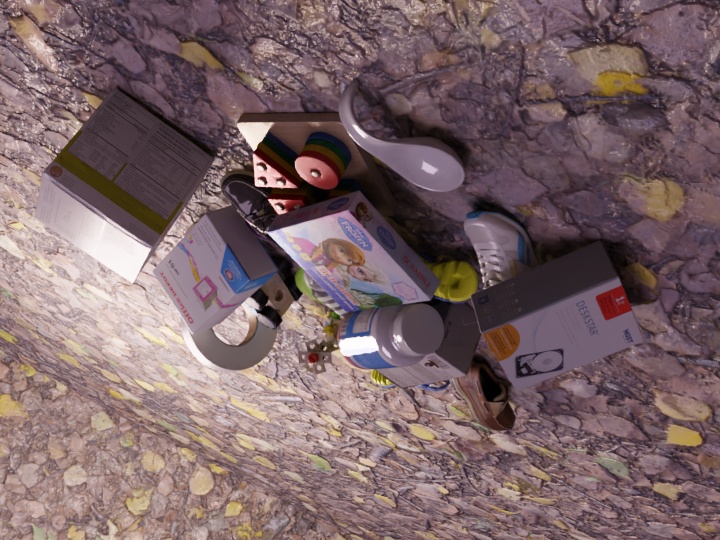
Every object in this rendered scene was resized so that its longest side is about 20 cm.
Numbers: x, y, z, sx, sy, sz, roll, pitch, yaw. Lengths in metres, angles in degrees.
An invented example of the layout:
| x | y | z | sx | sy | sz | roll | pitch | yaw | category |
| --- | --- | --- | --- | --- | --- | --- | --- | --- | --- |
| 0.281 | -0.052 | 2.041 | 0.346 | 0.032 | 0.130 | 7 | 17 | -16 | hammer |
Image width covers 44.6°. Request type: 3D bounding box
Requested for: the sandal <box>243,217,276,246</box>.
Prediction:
| x | y | z | sx | sy | sz | roll | pitch | yaw | category |
| --- | --- | --- | --- | --- | --- | --- | --- | --- | --- |
| -0.166 | -0.079 | 1.516 | 0.082 | 0.050 | 0.203 | -3 | 140 | 44 | sandal |

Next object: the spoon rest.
| x | y | z | sx | sy | sz | roll | pitch | yaw | category |
| --- | --- | --- | --- | --- | --- | --- | --- | --- | --- |
| 0.052 | -0.166 | 1.169 | 0.199 | 0.061 | 0.099 | 35 | 151 | -13 | spoon rest |

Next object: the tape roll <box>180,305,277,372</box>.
| x | y | z | sx | sy | sz | roll | pitch | yaw | category |
| --- | --- | --- | --- | --- | --- | --- | --- | --- | --- |
| -0.257 | 0.099 | 1.734 | 0.202 | 0.204 | 0.037 | 38 | 149 | -21 | tape roll |

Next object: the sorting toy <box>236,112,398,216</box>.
| x | y | z | sx | sy | sz | roll | pitch | yaw | category |
| --- | --- | --- | --- | --- | --- | --- | --- | --- | --- |
| -0.074 | -0.139 | 1.314 | 0.199 | 0.070 | 0.199 | 6 | 146 | 35 | sorting toy |

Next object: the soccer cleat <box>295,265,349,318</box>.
| x | y | z | sx | sy | sz | roll | pitch | yaw | category |
| --- | --- | --- | --- | --- | --- | --- | --- | --- | --- |
| -0.028 | 0.043 | 1.589 | 0.199 | 0.068 | 0.081 | 26 | 146 | 6 | soccer cleat |

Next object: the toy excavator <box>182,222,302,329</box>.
| x | y | z | sx | sy | sz | roll | pitch | yaw | category |
| --- | --- | --- | --- | --- | --- | --- | --- | --- | --- |
| -0.234 | 0.004 | 1.682 | 0.199 | 0.100 | 0.195 | 17 | 150 | 36 | toy excavator |

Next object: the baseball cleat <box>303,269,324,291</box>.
| x | y | z | sx | sy | sz | roll | pitch | yaw | category |
| --- | --- | --- | --- | --- | --- | --- | --- | --- | --- |
| 0.000 | 0.000 | 1.498 | 0.199 | 0.107 | 0.070 | 10 | 117 | -16 | baseball cleat |

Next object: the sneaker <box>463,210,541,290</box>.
| x | y | z | sx | sy | sz | roll | pitch | yaw | category |
| --- | --- | --- | --- | --- | --- | --- | --- | --- | --- |
| 0.208 | -0.008 | 1.277 | 0.076 | 0.081 | 0.200 | -1 | 140 | 44 | sneaker |

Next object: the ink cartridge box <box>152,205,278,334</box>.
| x | y | z | sx | sy | sz | roll | pitch | yaw | category |
| --- | --- | --- | --- | --- | --- | --- | --- | --- | --- |
| -0.264 | 0.001 | 1.574 | 0.200 | 0.084 | 0.145 | -40 | 81 | 38 | ink cartridge box |

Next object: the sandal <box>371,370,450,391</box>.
| x | y | z | sx | sy | sz | roll | pitch | yaw | category |
| --- | --- | --- | --- | --- | --- | --- | --- | --- | --- |
| 0.102 | 0.202 | 1.716 | 0.087 | 0.080 | 0.199 | 35 | 155 | -34 | sandal |

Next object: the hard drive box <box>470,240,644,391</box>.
| x | y | z | sx | sy | sz | roll | pitch | yaw | category |
| --- | --- | --- | --- | --- | --- | --- | --- | --- | --- |
| 0.279 | 0.067 | 1.247 | 0.199 | 0.077 | 0.156 | -25 | 132 | 14 | hard drive box |

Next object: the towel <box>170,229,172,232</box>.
| x | y | z | sx | sy | sz | roll | pitch | yaw | category |
| --- | --- | --- | --- | --- | --- | --- | --- | --- | --- |
| -0.433 | -0.145 | 1.660 | 0.199 | 0.030 | 0.146 | 32 | 153 | -9 | towel |

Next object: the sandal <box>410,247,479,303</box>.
| x | y | z | sx | sy | sz | roll | pitch | yaw | category |
| --- | --- | --- | --- | --- | --- | --- | --- | --- | --- |
| 0.109 | 0.010 | 1.406 | 0.199 | 0.080 | 0.087 | 20 | -179 | 31 | sandal |

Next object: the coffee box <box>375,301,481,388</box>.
| x | y | z | sx | sy | sz | roll | pitch | yaw | category |
| --- | --- | --- | --- | --- | --- | --- | --- | --- | --- |
| 0.119 | 0.131 | 1.555 | 0.080 | 0.115 | 0.200 | 35 | 153 | -19 | coffee box |

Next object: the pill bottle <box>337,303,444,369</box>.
| x | y | z | sx | sy | sz | roll | pitch | yaw | category |
| --- | --- | --- | --- | --- | --- | --- | --- | --- | --- |
| 0.052 | 0.107 | 1.468 | 0.112 | 0.113 | 0.200 | 38 | 157 | -19 | pill bottle |

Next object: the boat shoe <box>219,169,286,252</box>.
| x | y | z | sx | sy | sz | roll | pitch | yaw | category |
| --- | --- | --- | --- | --- | --- | --- | --- | --- | --- |
| -0.146 | -0.089 | 1.441 | 0.072 | 0.066 | 0.201 | -40 | 122 | 18 | boat shoe |

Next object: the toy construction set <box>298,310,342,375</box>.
| x | y | z | sx | sy | sz | roll | pitch | yaw | category |
| --- | --- | --- | --- | --- | --- | --- | --- | --- | --- |
| -0.035 | 0.131 | 1.642 | 0.130 | 0.200 | 0.093 | 17 | 109 | 14 | toy construction set |

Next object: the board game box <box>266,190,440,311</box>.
| x | y | z | sx | sy | sz | roll | pitch | yaw | category |
| --- | --- | --- | --- | --- | --- | --- | --- | --- | --- |
| -0.013 | -0.022 | 1.330 | 0.199 | 0.041 | 0.200 | -12 | 131 | 49 | board game box |

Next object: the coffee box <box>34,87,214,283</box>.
| x | y | z | sx | sy | sz | roll | pitch | yaw | category |
| --- | --- | --- | --- | --- | --- | --- | --- | --- | --- |
| -0.393 | -0.137 | 1.457 | 0.199 | 0.198 | 0.200 | 35 | 152 | -11 | coffee box |

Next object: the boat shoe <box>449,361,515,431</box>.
| x | y | z | sx | sy | sz | roll | pitch | yaw | category |
| --- | --- | --- | --- | --- | --- | --- | --- | --- | --- |
| 0.246 | 0.242 | 1.674 | 0.074 | 0.076 | 0.200 | -7 | 138 | 42 | boat shoe |
